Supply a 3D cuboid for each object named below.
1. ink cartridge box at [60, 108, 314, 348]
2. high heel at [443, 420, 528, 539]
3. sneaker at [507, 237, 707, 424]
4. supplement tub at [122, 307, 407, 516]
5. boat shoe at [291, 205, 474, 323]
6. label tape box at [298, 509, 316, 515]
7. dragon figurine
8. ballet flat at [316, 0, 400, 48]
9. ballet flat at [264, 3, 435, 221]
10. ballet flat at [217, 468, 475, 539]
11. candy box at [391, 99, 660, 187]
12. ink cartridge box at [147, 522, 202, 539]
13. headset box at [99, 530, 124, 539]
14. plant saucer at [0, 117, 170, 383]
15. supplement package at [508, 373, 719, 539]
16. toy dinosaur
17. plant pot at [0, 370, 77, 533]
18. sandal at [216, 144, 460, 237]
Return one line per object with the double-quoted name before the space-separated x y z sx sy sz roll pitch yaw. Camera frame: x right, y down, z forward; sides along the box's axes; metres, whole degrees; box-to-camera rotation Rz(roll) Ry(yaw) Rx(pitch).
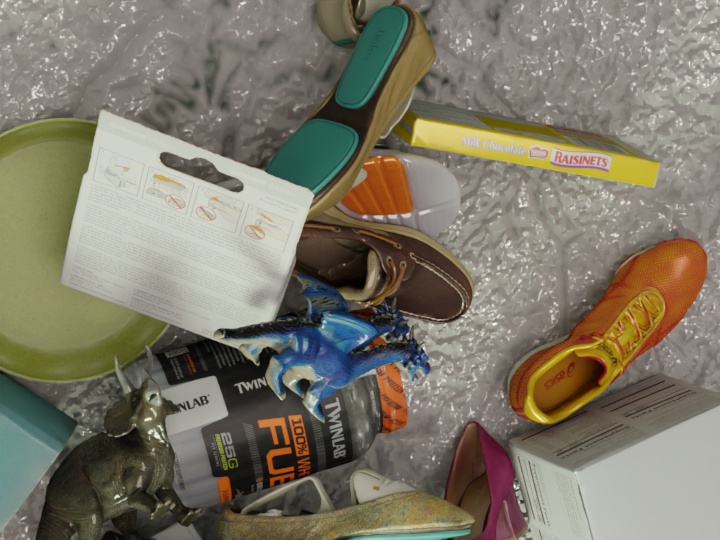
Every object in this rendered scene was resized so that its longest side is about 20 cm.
"ink cartridge box" -0.120 -0.036 1.615 0.160 0.050 0.201 20 139 -1
"high heel" 0.072 0.188 1.756 0.067 0.200 0.097 -22 94 20
"sneaker" 0.205 0.054 1.813 0.200 0.077 0.073 -44 106 -4
"supplement tub" -0.072 0.102 1.729 0.198 0.123 0.124 -17 105 -10
"boat shoe" 0.000 0.000 1.702 0.199 0.072 0.072 28 118 -24
"label tape box" -0.005 0.305 1.786 0.143 0.063 0.202 20 83 -28
"dragon figurine" -0.029 0.043 1.616 0.100 0.059 0.200 -49 137 5
"ballet flat" 0.029 -0.258 1.709 0.069 0.069 0.201 20 96 -17
"ballet flat" -0.004 -0.100 1.668 0.201 0.068 0.063 -56 140 -11
"ballet flat" -0.015 0.182 1.703 0.198 0.071 0.071 -12 106 13
"candy box" 0.121 -0.099 1.746 0.198 0.102 0.027 9 99 -15
"ink cartridge box" -0.161 0.293 1.652 0.199 0.050 0.163 -26 74 -36
"headset box" -0.152 0.318 1.718 0.148 0.201 0.075 21 141 -17
"plant saucer" -0.224 -0.017 1.714 0.198 0.031 0.202 -3 102 -13
"supplement package" 0.230 0.209 1.820 0.155 0.111 0.202 -22 107 -21
"toy dinosaur" -0.179 0.155 1.641 0.200 0.103 0.077 -45 154 25
"plant pot" -0.330 0.116 1.658 0.199 0.141 0.142 37 91 -5
"sandal" -0.027 -0.065 1.735 0.205 0.059 0.080 -3 126 -5
